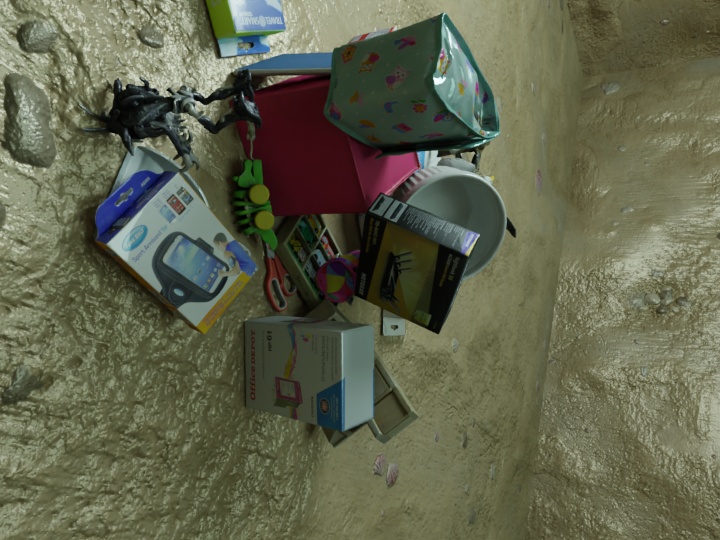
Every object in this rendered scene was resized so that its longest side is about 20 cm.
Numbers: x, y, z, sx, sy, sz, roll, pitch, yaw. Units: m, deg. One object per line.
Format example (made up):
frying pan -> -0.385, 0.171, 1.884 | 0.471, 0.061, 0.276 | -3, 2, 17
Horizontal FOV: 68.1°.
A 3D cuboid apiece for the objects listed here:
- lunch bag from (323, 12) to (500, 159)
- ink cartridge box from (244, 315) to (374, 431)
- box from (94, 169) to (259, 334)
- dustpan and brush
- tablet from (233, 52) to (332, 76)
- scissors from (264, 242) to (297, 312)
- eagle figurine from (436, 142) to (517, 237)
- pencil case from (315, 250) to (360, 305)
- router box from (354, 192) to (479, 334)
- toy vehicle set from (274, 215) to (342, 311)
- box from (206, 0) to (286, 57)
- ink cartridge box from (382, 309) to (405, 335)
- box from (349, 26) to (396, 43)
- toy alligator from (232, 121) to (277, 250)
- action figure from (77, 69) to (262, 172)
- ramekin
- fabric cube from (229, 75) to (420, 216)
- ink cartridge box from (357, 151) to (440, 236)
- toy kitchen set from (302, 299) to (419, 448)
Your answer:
lunch bag -> 0.077, -0.218, 0.708 | 0.200, 0.170, 0.122 | 24, 71, -53
ink cartridge box -> -0.083, 0.150, 0.821 | 0.085, 0.200, 0.145 | -4, 94, -53
box -> -0.224, -0.026, 0.660 | 0.119, 0.041, 0.200 | -54, 136, -22
dustpan and brush -> -0.228, -0.058, 0.706 | 0.200, 0.057, 0.140 | 38, 60, -52
tablet -> -0.077, -0.311, 0.802 | 0.130, 0.200, 0.014 | -46, 138, -46
scissors -> -0.150, -0.025, 0.874 | 0.073, 0.014, 0.200 | -49, 132, -44
eagle figurine -> 0.215, -0.148, 1.024 | 0.152, 0.151, 0.201 | -130, -148, -75
pencil case -> 0.000, 0.000, 0.988 | 0.200, 0.088, 0.089 | -28, 115, -62
router box -> 0.077, -0.005, 0.814 | 0.052, 0.157, 0.200 | -56, 163, -36
toy vehicle set -> -0.080, -0.015, 0.962 | 0.200, 0.026, 0.124 | 63, 37, -38
box -> -0.178, -0.426, 0.780 | 0.122, 0.048, 0.200 | -37, 121, -50
ink cartridge box -> 0.109, 0.053, 1.237 | 0.116, 0.067, 0.201 | 9, 84, -57
box -> 0.008, -0.371, 1.027 | 0.096, 0.100, 0.200 | 61, 43, -39
toy alligator -> -0.170, -0.124, 0.807 | 0.054, 0.059, 0.200 | -14, 107, -15
action figure -> -0.224, -0.181, 0.650 | 0.102, 0.200, 0.119 | 96, -23, -60
ramekin -> 0.138, -0.084, 0.921 | 0.105, 0.200, 0.200 | -115, -174, -62
fabric cube -> -0.047, -0.214, 0.857 | 0.200, 0.199, 0.197 | -45, 127, -47
ink cartridge box -> 0.084, -0.150, 1.115 | 0.147, 0.144, 0.200 | -35, 120, -53
toy kitchen set -> -0.039, 0.203, 0.933 | 0.163, 0.200, 0.180 | -38, 140, 1
